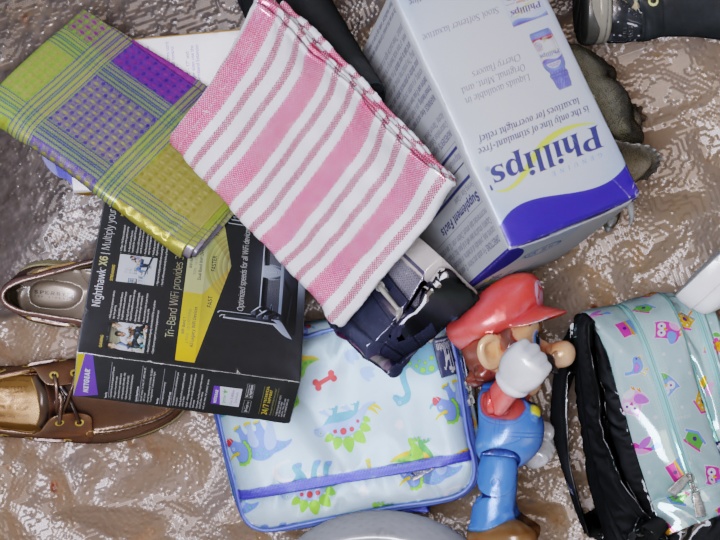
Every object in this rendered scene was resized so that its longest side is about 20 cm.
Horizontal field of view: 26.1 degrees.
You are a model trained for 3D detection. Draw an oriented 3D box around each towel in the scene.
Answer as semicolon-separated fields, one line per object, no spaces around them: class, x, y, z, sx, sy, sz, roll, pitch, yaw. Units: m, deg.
towel;-0.166;-0.102;1.165;0.200;0.023;0.144;34;51;3
towel;-0.040;-0.075;1.086;0.200;0.030;0.146;47;121;19

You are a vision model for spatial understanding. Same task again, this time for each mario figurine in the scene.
mario figurine;0.123;0.102;1.123;0.106;0.123;0.200;1;90;-27

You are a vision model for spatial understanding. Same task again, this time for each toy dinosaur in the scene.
toy dinosaur;0.174;-0.131;1.174;0.077;0.102;0.200;-25;89;4

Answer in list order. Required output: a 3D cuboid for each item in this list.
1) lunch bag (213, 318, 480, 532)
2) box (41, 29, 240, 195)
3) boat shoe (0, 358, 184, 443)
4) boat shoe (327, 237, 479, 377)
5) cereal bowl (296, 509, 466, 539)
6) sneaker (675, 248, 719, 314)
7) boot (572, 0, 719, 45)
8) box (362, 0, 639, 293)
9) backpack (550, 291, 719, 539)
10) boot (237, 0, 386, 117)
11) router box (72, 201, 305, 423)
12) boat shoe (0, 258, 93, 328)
lunch bag;-0.009;0.116;1.201;0.200;0.082;0.161;-9;92;6
box;-0.154;-0.124;1.233;0.200;0.041;0.119;-4;89;7
boat shoe;-0.236;0.105;1.224;0.200;0.068;0.072;-3;90;5
boat shoe;0.000;0.000;1.153;0.093;0.200;0.075;-47;125;0
cereal bowl;0.022;0.262;1.181;0.200;0.083;0.200;4;116;8
sneaker;0.333;-0.006;1.111;0.200;0.074;0.116;-37;86;-4
boot;0.243;-0.267;1.188;0.154;0.073;0.204;4;85;-3
box;0.089;-0.100;1.124;0.105;0.184;0.200;-21;82;-14
backpack;0.220;0.118;1.156;0.127;0.167;0.200;-11;82;-11
boot;-0.035;-0.200;1.125;0.066;0.165;0.200;-5;58;-25
router box;-0.120;0.011;1.150;0.157;0.052;0.200;9;47;-7
boat shoe;-0.183;0.020;1.218;0.200;0.072;0.072;3;90;5
